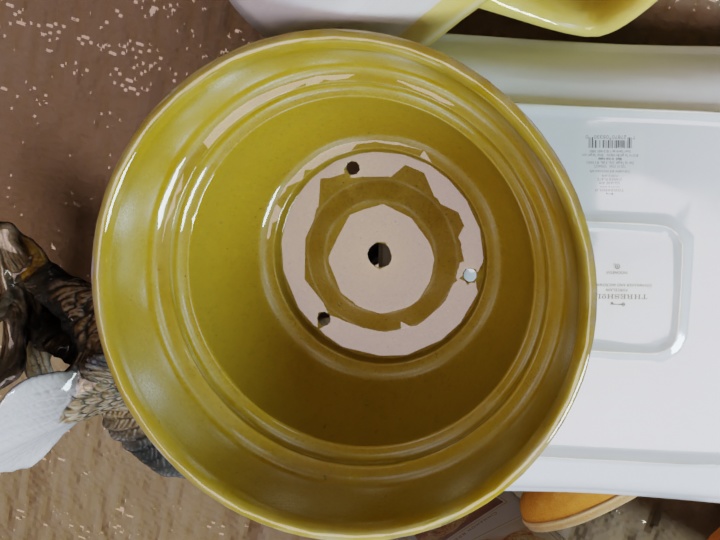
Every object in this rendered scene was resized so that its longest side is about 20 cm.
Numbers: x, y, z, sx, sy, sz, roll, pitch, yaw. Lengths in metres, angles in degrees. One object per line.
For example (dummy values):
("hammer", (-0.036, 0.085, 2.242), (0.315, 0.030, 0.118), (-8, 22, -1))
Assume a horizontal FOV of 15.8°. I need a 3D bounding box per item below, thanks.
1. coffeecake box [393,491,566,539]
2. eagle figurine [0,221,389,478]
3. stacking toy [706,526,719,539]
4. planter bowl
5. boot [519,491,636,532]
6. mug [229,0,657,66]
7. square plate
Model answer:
("coffeecake box", (0.085, 0.204, 1.217), (0.200, 0.073, 0.154), (40, 148, 48))
("eagle figurine", (-0.074, 0.028, 1.179), (0.200, 0.152, 0.151), (14, 108, 14))
("stacking toy", (0.228, 0.099, 1.143), (0.146, 0.146, 0.200), (19, 114, 5))
("planter bowl", (0.000, 0.000, 1.033), (0.200, 0.083, 0.201), (2, 101, 12))
("boot", (0.107, 0.018, 1.150), (0.144, 0.071, 0.201), (46, 121, -11))
("mug", (0.025, -0.144, 1.002), (0.187, 0.149, 0.153), (44, 136, -1))
("square plate", (0.104, 0.004, 1.080), (0.200, 0.028, 0.198), (3, 104, 5))
